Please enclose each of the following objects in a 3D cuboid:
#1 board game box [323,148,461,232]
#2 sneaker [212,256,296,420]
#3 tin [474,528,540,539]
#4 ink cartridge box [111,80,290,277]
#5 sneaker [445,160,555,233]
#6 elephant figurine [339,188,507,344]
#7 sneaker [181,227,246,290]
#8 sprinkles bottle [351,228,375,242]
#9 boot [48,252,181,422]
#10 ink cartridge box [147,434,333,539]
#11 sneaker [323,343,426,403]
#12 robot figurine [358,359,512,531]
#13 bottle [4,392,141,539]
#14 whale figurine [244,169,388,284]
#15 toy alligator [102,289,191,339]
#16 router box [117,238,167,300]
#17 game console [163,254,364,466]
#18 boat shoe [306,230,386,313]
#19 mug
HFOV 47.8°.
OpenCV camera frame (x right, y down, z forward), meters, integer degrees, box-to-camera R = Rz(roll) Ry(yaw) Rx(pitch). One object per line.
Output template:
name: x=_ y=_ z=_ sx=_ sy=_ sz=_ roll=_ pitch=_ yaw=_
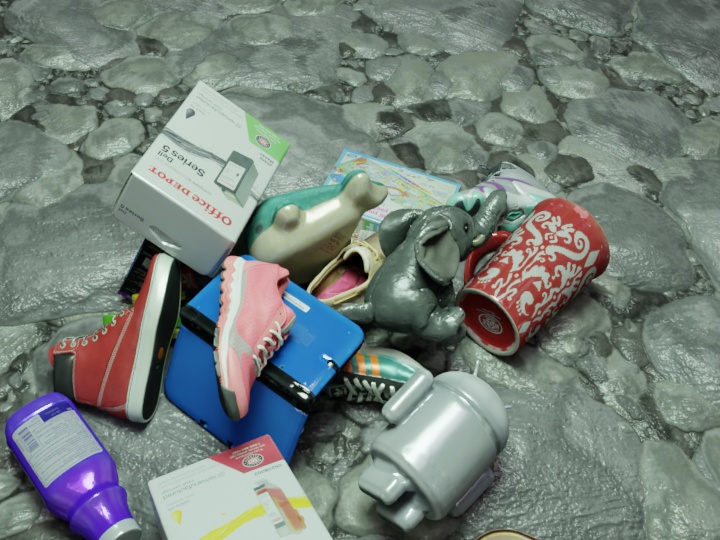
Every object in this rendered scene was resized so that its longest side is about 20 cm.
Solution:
board game box: x=0.042 y=-0.107 z=1.243 sx=0.197 sy=0.035 sz=0.135 roll=19 pitch=49 yaw=11
sneaker: x=-0.112 y=0.065 z=0.879 sx=0.085 sy=0.074 sz=0.203 roll=0 pitch=52 yaw=-3
tin: x=0.197 y=0.348 z=0.849 sx=0.197 sy=0.042 sz=0.113 roll=21 pitch=53 yaw=13
ink cartridge box: x=-0.192 y=-0.116 z=1.006 sx=0.144 sy=0.084 sz=0.202 roll=33 pitch=45 yaw=-13
sneaker: x=0.199 y=-0.121 z=1.244 sx=0.196 sy=0.079 sz=0.141 roll=4 pitch=41 yaw=-26
elephant figurine: x=0.084 y=-0.022 z=0.996 sx=0.139 sy=0.155 sz=0.204 roll=14 pitch=91 yaw=22
sneaker: x=-0.190 y=-0.033 z=1.115 sx=0.083 sy=0.076 sz=0.200 roll=-12 pitch=19 yaw=18
sprinkles bottle: x=-0.028 y=-0.029 z=1.143 sx=0.196 sy=0.069 sz=0.069 roll=10 pitch=47 yaw=2
boot: x=-0.300 y=0.067 z=0.977 sx=0.141 sy=0.072 sz=0.204 roll=12 pitch=83 yaw=9
ink cartridge box: x=-0.115 y=0.274 z=0.809 sx=0.143 sy=0.085 sz=0.200 roll=-17 pitch=31 yaw=-21
sneaker: x=-0.004 y=0.134 z=1.002 sx=0.197 sy=0.072 sz=0.080 roll=19 pitch=49 yaw=22
robot figurine: x=0.090 y=0.195 z=0.910 sx=0.200 sy=0.171 sz=0.112 roll=-42 pitch=24 yaw=-22
bottle: x=-0.310 y=0.225 z=0.886 sx=0.083 sy=0.066 sz=0.200 roll=-32 pitch=58 yaw=-29
whale figurine: x=-0.062 y=-0.069 z=1.040 sx=0.199 sy=0.158 sz=0.105 roll=-38 pitch=61 yaw=18
toy alligator: x=-0.234 y=0.054 z=1.061 sx=0.196 sy=0.061 sz=0.054 roll=-6 pitch=6 yaw=-16
router box: x=-0.249 y=-0.068 z=1.097 sx=0.051 sy=0.149 sz=0.202 roll=29 pitch=46 yaw=-14
game console: x=-0.118 y=0.110 z=0.965 sx=0.198 sy=0.119 sz=0.171 roll=31 pitch=57 yaw=20
boat shoe: x=0.000 y=0.000 z=1.038 sx=0.073 sy=0.070 sz=0.200 roll=26 pitch=53 yaw=24
mug: x=0.219 y=0.017 z=1.115 sx=0.199 sy=0.177 sz=0.134 roll=-40 pitch=98 yaw=-29
